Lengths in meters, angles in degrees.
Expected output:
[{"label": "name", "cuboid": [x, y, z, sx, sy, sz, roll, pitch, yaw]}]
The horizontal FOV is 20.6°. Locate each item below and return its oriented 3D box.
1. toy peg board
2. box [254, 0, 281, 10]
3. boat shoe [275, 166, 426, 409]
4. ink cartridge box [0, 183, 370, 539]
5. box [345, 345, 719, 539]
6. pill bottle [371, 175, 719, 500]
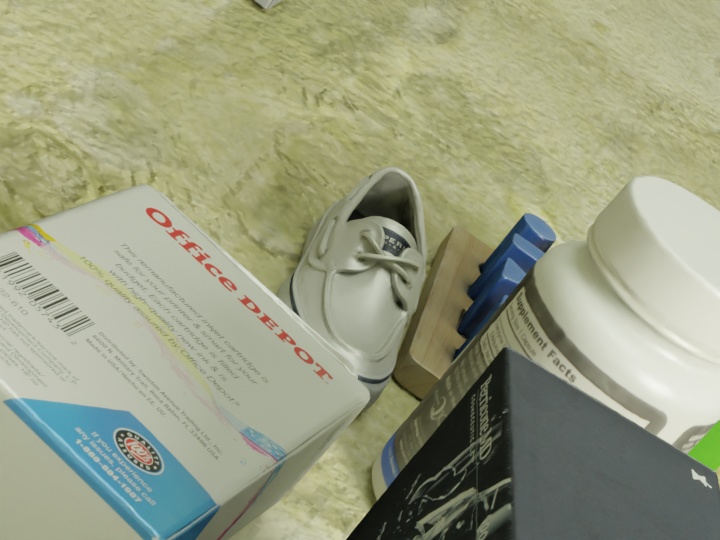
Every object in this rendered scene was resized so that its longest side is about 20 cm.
[{"label": "toy peg board", "cuboid": [0.140, 0.043, 1.147, 0.199, 0.098, 0.200, 36, 24, -5]}, {"label": "box", "cuboid": [-0.113, -0.277, 1.428, 0.200, 0.041, 0.156, 40, 24, 0]}, {"label": "boat shoe", "cuboid": [0.000, 0.000, 1.066, 0.074, 0.065, 0.200, 31, 25, -16]}, {"label": "ink cartridge box", "cuboid": [-0.104, 0.054, 0.805, 0.145, 0.085, 0.200, 43, 26, 9]}, {"label": "box", "cuboid": [0.042, 0.161, 0.700, 0.104, 0.182, 0.200, 32, 25, -14]}, {"label": "pill bottle", "cuboid": [0.105, 0.059, 0.944, 0.114, 0.200, 0.114, 31, 25, -16]}]
